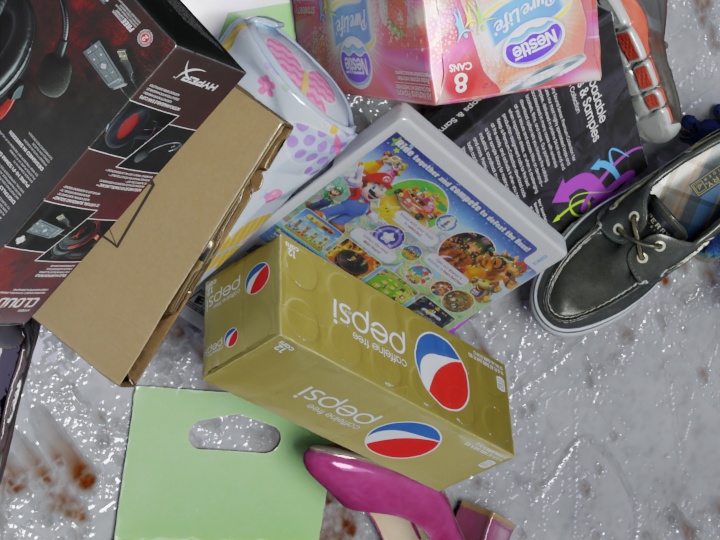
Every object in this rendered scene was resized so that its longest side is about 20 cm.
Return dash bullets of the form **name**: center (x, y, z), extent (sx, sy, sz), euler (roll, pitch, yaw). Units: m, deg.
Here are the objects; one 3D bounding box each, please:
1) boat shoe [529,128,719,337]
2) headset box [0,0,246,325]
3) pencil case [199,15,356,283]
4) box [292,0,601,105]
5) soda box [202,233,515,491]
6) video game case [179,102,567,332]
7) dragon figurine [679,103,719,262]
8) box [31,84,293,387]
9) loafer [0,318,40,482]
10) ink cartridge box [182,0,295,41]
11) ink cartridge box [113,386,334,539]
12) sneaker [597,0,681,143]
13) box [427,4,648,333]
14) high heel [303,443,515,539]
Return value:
- **boat shoe**: center (0.189, -0.032, 0.858), extent (0.200, 0.057, 0.069), euler (-39, 82, 4)
- **headset box**: center (-0.179, -0.079, 0.662), extent (0.200, 0.075, 0.149), euler (-46, 73, 14)
- **pencil case**: center (-0.095, -0.047, 0.741), extent (0.200, 0.083, 0.091), euler (-41, 76, 17)
- **box**: center (0.039, -0.150, 0.754), extent (0.102, 0.200, 0.095), euler (-11, 104, -21)
- **soda box**: center (0.002, 0.059, 0.779), extent (0.200, 0.064, 0.068), euler (30, 44, -37)
- **video game case**: center (0.000, 0.000, 0.793), extent (0.200, 0.018, 0.143), euler (-34, 125, 29)
- **dragon figurine**: center (0.271, -0.025, 0.906), extent (0.059, 0.200, 0.100), euler (-16, 142, -12)
- **box**: center (-0.154, -0.060, 0.706), extent (0.200, 0.021, 0.164), euler (36, 100, 17)
- **loafer**: center (-0.215, 0.050, 0.762), extent (0.072, 0.063, 0.201), euler (5, 97, -23)
- **ink cartridge box**: center (-0.111, -0.204, 0.755), extent (0.117, 0.067, 0.201), euler (-13, 106, -19)
- **ink cartridge box**: center (-0.085, 0.181, 0.851), extent (0.145, 0.048, 0.201), euler (7, 99, -23)
- **sneaker**: center (0.178, -0.181, 0.876), extent (0.082, 0.077, 0.201), euler (-33, 111, -20)
- **box**: center (0.092, -0.060, 0.854), extent (0.200, 0.036, 0.143), euler (-38, 138, -11)
- **high heel**: center (0.022, 0.180, 0.873), extent (0.200, 0.067, 0.096), euler (34, 76, -45)
